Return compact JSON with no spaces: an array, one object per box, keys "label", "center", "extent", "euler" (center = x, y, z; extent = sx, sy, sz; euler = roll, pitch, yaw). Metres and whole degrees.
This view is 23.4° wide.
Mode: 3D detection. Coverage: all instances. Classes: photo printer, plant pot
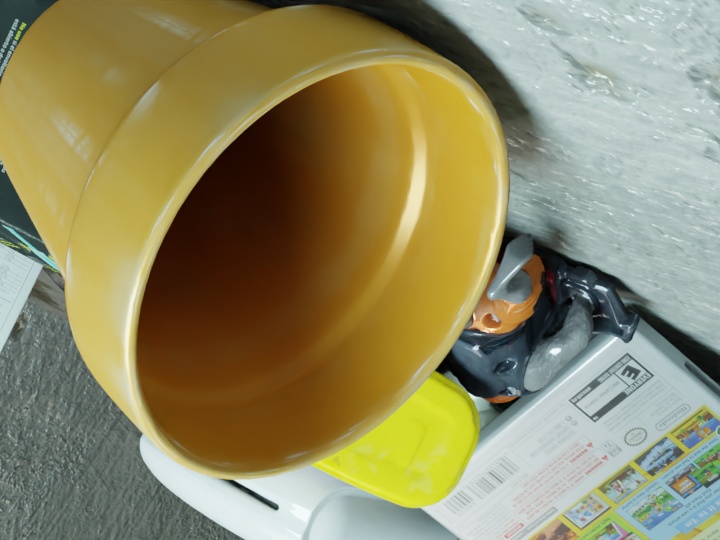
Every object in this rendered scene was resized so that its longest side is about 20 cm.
[{"label":"photo printer","center":[-0.044,0.146,1.184],"extent":[0.165,0.070,0.199],"euler":[26,-177,33]},{"label":"plant pot","center":[-0.066,-0.042,0.773],"extent":[0.183,0.201,0.200],"euler":[39,-179,39]}]

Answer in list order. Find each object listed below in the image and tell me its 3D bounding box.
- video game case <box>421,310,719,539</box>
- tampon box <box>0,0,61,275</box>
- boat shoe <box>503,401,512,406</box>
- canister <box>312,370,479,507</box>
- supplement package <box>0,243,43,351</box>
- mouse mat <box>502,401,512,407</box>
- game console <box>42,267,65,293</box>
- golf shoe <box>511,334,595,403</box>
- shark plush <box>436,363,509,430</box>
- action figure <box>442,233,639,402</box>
[{"label":"video game case","center":[0.163,0.140,1.089],"extent":[0.182,0.200,0.023],"euler":[39,-149,-13]},{"label":"tampon box","center":[-0.165,-0.067,1.017],"extent":[0.199,0.127,0.150],"euler":[29,171,-26]},{"label":"boat shoe","center":[0.053,0.103,1.288],"extent":[0.199,0.072,0.061],"euler":[18,126,5]},{"label":"canister","center":[-0.018,0.071,1.057],"extent":[0.148,0.087,0.200],"euler":[27,179,-12]},{"label":"supplement package","center":[-0.284,-0.061,1.139],"extent":[0.150,0.202,0.151],"euler":[30,170,-30]},{"label":"mouse mat","center":[0.151,0.136,1.233],"extent":[0.198,0.162,0.008],"euler":[16,129,-10]},{"label":"game console","center":[-0.141,-0.008,1.253],"extent":[0.175,0.031,0.200],"euler":[-15,134,25]},{"label":"golf shoe","center":[0.127,0.069,1.161],"extent":[0.088,0.078,0.200],"euler":[31,170,-2]},{"label":"shark plush","center":[0.116,0.116,1.160],"extent":[0.198,0.092,0.083],"euler":[16,-170,22]},{"label":"action figure","center":[0.047,0.014,0.993],"extent":[0.198,0.105,0.194],"euler":[18,159,30]}]
